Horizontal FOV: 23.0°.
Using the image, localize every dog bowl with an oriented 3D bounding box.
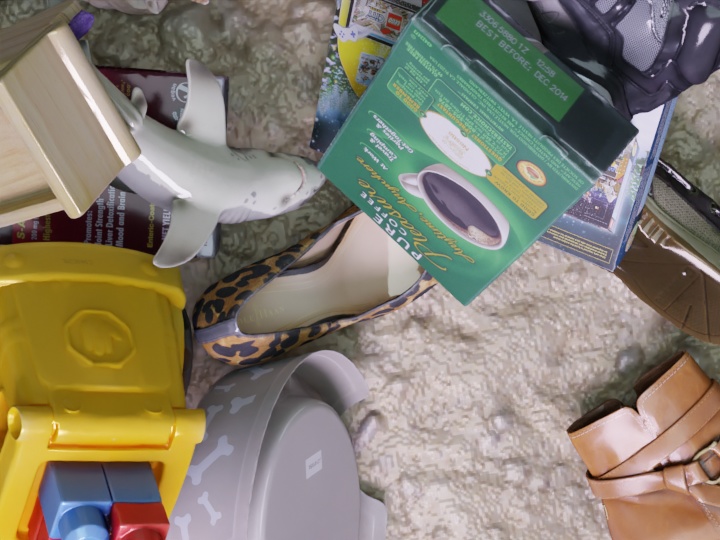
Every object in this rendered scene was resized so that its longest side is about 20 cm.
[{"bbox_3d":[-0.047,0.145,1.015,0.058,0.200,0.202,1,97,22],"label":"dog bowl"}]

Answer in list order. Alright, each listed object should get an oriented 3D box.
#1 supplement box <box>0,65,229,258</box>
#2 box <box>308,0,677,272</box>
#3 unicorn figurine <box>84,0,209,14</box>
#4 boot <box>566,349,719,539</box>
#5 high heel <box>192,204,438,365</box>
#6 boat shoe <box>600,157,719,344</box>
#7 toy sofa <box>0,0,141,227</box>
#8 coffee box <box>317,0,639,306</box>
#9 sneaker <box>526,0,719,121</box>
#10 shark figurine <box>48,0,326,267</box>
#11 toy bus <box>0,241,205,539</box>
[{"bbox_3d":[-0.180,-0.069,1.048,0.198,0.061,0.110,3,97,-1],"label":"supplement box"},{"bbox_3d":[0.075,-0.100,1.004,0.199,0.038,0.137,23,124,16],"label":"box"},{"bbox_3d":[-0.195,-0.197,1.035,0.199,0.074,0.138,-17,106,14],"label":"unicorn figurine"},{"bbox_3d":[0.238,0.112,1.083,0.199,0.077,0.156,-32,92,9],"label":"boot"},{"bbox_3d":[0.000,0.000,1.019,0.199,0.143,0.072,-24,95,1],"label":"high heel"},{"bbox_3d":[0.162,-0.038,1.061,0.200,0.065,0.073,43,133,-5],"label":"boat shoe"},{"bbox_3d":[-0.216,-0.066,0.944,0.199,0.098,0.083,-14,116,31],"label":"toy sofa"},{"bbox_3d":[0.054,-0.063,0.931,0.123,0.200,0.044,42,66,2],"label":"coffee box"},{"bbox_3d":[0.128,-0.157,0.862,0.113,0.076,0.200,-17,134,16],"label":"sneaker"},{"bbox_3d":[-0.132,-0.081,0.981,0.215,0.089,0.128,46,60,-17],"label":"shark figurine"},{"bbox_3d":[-0.156,0.115,0.941,0.135,0.193,0.201,2,132,-27],"label":"toy bus"}]
